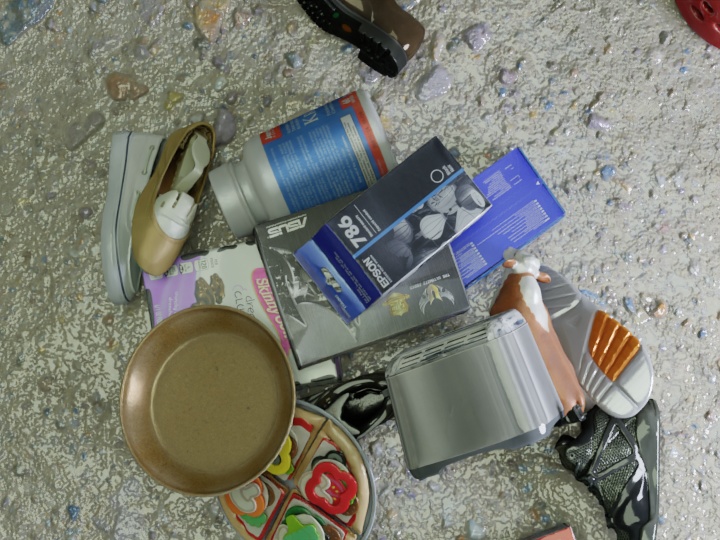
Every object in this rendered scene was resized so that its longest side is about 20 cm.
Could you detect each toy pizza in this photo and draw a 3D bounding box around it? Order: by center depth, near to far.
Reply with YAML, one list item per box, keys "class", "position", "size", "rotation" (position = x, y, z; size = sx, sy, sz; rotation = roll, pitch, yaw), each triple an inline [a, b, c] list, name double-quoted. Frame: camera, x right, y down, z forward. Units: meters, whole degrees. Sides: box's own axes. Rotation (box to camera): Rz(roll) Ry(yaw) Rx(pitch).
- class: "toy pizza"
  position: [-0.077, 0.235, 1.481]
  size: [0.197, 0.032, 0.203]
  rotation: [7, 108, 21]

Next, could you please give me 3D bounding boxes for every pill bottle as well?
- class: "pill bottle"
  position: [-0.064, -0.113, 1.528]
  size: [0.198, 0.112, 0.113]
  rotation: [-24, 81, 0]

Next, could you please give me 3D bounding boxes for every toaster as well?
- class: "toaster"
  position: [0.119, 0.124, 1.408]
  size: [0.198, 0.113, 0.131]
  rotation: [-21, 89, 25]

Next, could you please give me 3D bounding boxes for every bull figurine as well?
- class: "bull figurine"
  position: [0.173, 0.078, 1.482]
  size: [0.065, 0.121, 0.202]
  rotation: [-9, 72, -41]

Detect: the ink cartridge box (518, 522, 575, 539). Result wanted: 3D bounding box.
- class: "ink cartridge box"
  position: [0.162, 0.388, 1.460]
  size: [0.198, 0.084, 0.178]
  rotation: [-22, 82, 1]

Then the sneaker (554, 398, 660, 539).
- class: "sneaker"
  position: [0.265, 0.239, 1.477]
  size: [0.112, 0.076, 0.203]
  rotation: [0, 80, 6]

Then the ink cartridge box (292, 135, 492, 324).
- class: "ink cartridge box"
  position: [0.034, -0.043, 1.447]
  size: [0.199, 0.039, 0.100]
  rotation: [-40, 87, -12]

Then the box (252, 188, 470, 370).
- class: "box"
  position: [0.000, 0.000, 1.478]
  size: [0.197, 0.048, 0.160]
  rotation: [-17, 81, -9]

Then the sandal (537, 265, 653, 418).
- class: "sandal"
  position: [0.251, 0.076, 1.509]
  size: [0.079, 0.059, 0.207]
  rotation: [-40, 60, 4]

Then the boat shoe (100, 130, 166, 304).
- class: "boat shoe"
  position: [-0.252, -0.063, 1.556]
  size: [0.066, 0.074, 0.203]
  rotation: [-1, 82, 7]

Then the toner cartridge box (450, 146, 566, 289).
- class: "toner cartridge box"
  position: [0.123, -0.041, 1.539]
  size: [0.199, 0.043, 0.096]
  rotation: [-35, 82, 0]

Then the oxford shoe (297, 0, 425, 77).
- class: "oxford shoe"
  position: [-0.009, -0.312, 1.579]
  size: [0.200, 0.073, 0.085]
  rotation: [41, 71, 6]

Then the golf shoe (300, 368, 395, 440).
- class: "golf shoe"
  position: [-0.042, 0.165, 1.501]
  size: [0.199, 0.094, 0.078]
  rotation: [-31, 82, 2]

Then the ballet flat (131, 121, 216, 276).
- class: "ballet flat"
  position: [-0.204, -0.088, 1.519]
  size: [0.068, 0.063, 0.202]
  rotation: [33, 49, -30]

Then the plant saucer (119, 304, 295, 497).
- class: "plant saucer"
  position: [-0.159, 0.139, 1.459]
  size: [0.197, 0.035, 0.203]
  rotation: [-3, 79, 14]

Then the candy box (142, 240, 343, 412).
- class: "candy box"
  position: [-0.130, 0.058, 1.532]
  size: [0.197, 0.072, 0.170]
  rotation: [-12, 81, 3]

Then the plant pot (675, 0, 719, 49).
- class: "plant pot"
  position: [0.444, -0.351, 1.485]
  size: [0.197, 0.183, 0.204]
  rotation: [-1, 82, 7]
